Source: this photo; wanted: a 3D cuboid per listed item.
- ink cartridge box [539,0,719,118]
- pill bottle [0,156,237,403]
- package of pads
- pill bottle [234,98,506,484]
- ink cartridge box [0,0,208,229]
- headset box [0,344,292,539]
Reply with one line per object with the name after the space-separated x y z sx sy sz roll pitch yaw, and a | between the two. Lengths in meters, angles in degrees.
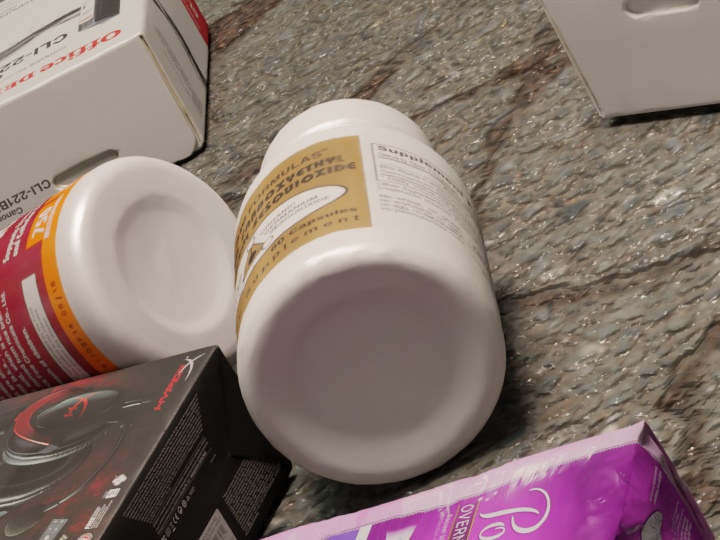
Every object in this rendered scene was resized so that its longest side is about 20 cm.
0.201 -0.169 1.400 0.144 0.084 0.200 -6 33 45 | ink cartridge box
-0.149 0.032 1.358 0.200 0.113 0.113 -29 19 42 | pill bottle
0.024 0.136 1.017 0.199 0.076 0.121 -19 29 26 | package of pads
0.000 0.000 1.266 0.114 0.115 0.200 -27 23 9 | pill bottle
-0.173 -0.115 1.741 0.144 0.084 0.200 -26 24 9 | ink cartridge box
-0.150 0.123 1.248 0.199 0.075 0.149 -15 28 33 | headset box
